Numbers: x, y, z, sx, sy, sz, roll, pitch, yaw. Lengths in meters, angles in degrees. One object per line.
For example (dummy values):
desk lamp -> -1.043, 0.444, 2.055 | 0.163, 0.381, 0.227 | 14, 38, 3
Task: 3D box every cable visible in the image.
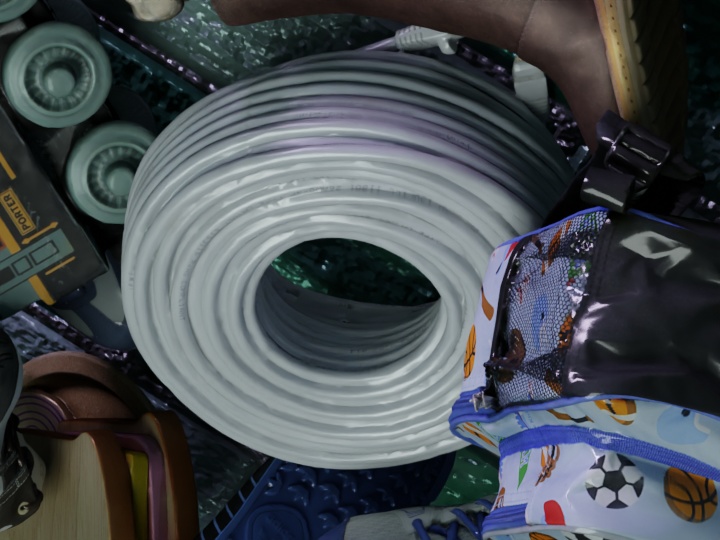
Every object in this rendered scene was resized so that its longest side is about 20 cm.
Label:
cable -> 0.000, 0.000, 1.060 | 0.199, 0.069, 0.200 | -13, 130, 16

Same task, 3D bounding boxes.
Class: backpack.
backpack -> 0.124, 0.049, 0.932 | 0.199, 0.155, 0.190 | 22, 175, -14

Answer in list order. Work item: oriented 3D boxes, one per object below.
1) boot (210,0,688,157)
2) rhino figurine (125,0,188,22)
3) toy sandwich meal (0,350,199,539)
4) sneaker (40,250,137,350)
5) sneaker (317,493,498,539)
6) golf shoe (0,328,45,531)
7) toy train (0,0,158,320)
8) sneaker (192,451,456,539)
boot -> 0.026, -0.113, 0.961 | 0.166, 0.072, 0.201 | -12, 108, 25
rhino figurine -> -0.134, -0.181, 1.008 | 0.200, 0.087, 0.060 | 40, 108, -4
toy sandwich meal -> -0.152, 0.134, 1.246 | 0.205, 0.070, 0.206 | 0, 90, 45
sneaker -> -0.174, -0.024, 1.173 | 0.200, 0.082, 0.070 | 47, 136, -14
sneaker -> 0.066, 0.115, 1.107 | 0.075, 0.199, 0.088 | 60, 135, 37
golf shoe -> -0.180, 0.075, 1.158 | 0.200, 0.094, 0.078 | -45, 56, 50
toy train -> -0.160, -0.074, 1.088 | 0.114, 0.085, 0.200 | -31, 114, 0
sneaker -> -0.042, 0.127, 1.156 | 0.070, 0.200, 0.078 | 51, 152, -2
